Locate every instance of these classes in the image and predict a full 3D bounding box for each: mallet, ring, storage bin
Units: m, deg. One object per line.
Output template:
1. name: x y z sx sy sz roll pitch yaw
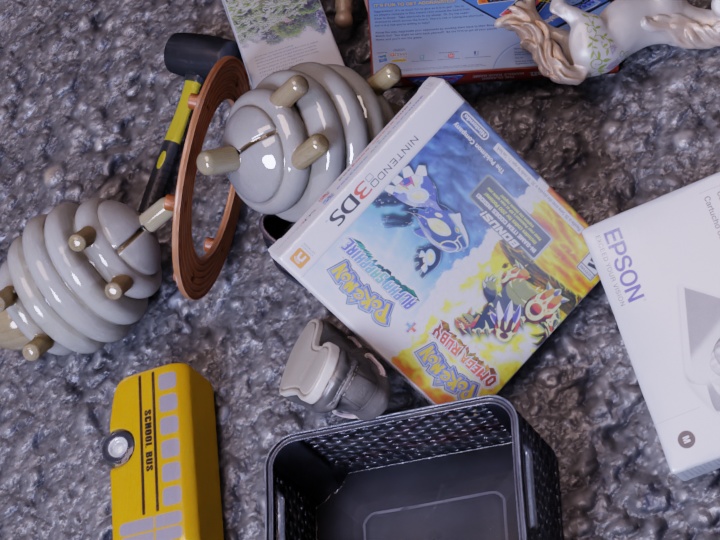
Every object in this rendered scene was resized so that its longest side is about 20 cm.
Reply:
1. mallet: -0.156 -0.119 1.635 0.066 0.041 0.200 3 71 25
2. ring: -0.124 -0.075 1.495 0.019 0.200 0.201 11 69 9
3. storage bin: 0.039 0.183 1.344 0.200 0.094 0.135 -13 60 20

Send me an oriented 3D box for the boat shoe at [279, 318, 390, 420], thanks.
1. boat shoe: -0.020 0.081 1.404 0.057 0.200 0.067 28 91 -9

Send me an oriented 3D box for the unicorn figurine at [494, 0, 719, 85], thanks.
1. unicorn figurine: 0.219 -0.209 1.471 0.200 0.074 0.137 -36 67 -1

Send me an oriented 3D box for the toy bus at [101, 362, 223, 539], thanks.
1. toy bus: -0.154 0.180 1.457 0.078 0.065 0.200 -17 58 16

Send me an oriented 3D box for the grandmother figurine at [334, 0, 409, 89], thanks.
1. grandmother figurine: 0.028 -0.254 1.599 0.121 0.061 0.200 -21 58 -3

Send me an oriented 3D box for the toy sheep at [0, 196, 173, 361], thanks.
1. toy sheep: -0.233 0.004 1.546 0.200 0.138 0.138 -31 55 15

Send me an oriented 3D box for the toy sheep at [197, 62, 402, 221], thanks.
1. toy sheep: -0.039 -0.101 1.442 0.138 0.200 0.138 12 105 53

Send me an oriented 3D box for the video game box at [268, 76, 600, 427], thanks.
1. video game box: 0.064 -0.012 1.381 0.182 0.200 0.047 -47 15 -1

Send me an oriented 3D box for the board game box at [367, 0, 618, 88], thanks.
1. board game box: 0.106 -0.201 1.514 0.200 0.019 0.103 -3 63 1

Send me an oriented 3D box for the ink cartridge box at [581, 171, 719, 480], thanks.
1. ink cartridge box: 0.283 0.023 1.313 0.200 0.041 0.200 -24 70 13

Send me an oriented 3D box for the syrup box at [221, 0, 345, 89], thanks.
1. syrup box: -0.066 -0.199 1.592 0.079 0.081 0.200 -18 58 -3

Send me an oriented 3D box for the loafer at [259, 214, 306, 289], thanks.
1. loafer: 0.000 0.000 1.475 0.200 0.063 0.072 21 76 33
